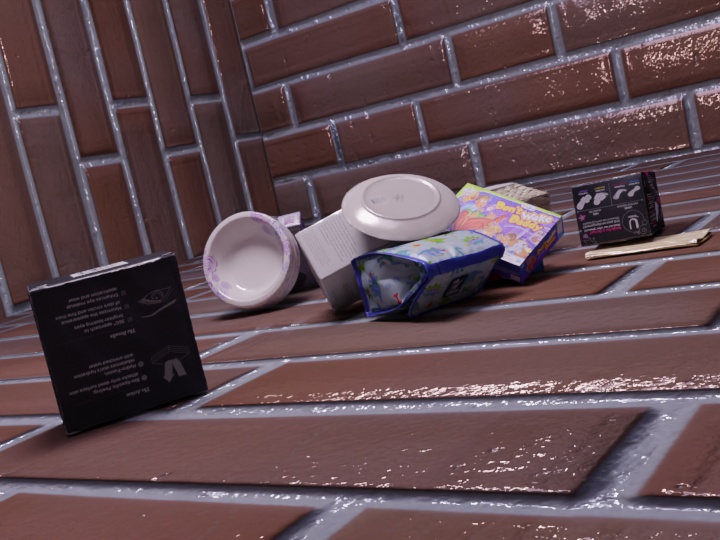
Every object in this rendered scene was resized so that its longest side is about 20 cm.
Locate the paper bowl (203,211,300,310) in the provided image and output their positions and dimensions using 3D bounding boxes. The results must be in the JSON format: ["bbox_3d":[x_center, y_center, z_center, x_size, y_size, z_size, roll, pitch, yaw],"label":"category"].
[{"bbox_3d":[-0.222,-0.016,1.968,0.199,0.202,0.104,-11,-12,14],"label":"paper bowl"}]

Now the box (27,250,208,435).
[{"bbox_3d":[-0.336,0.093,1.287,0.196,0.201,0.117,-15,8,-21],"label":"box"}]

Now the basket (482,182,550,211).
[{"bbox_3d":[0.264,-0.082,1.815,0.199,0.137,0.123,-16,19,-28],"label":"basket"}]

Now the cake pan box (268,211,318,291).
[{"bbox_3d":[-0.195,-0.032,2.098,0.183,0.201,0.052,-15,42,7],"label":"cake pan box"}]

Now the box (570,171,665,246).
[{"bbox_3d":[0.478,-0.114,1.727,0.131,0.116,0.200,-11,1,25],"label":"box"}]

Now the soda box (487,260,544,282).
[{"bbox_3d":[0.221,-0.014,1.666,0.199,0.065,0.068,-13,7,6],"label":"soda box"}]

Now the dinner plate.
[{"bbox_3d":[0.067,-0.115,1.558,0.199,0.024,0.201,-2,37,1],"label":"dinner plate"}]

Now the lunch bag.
[{"bbox_3d":[0.113,0.000,1.511,0.169,0.128,0.200,-18,-1,-35],"label":"lunch bag"}]

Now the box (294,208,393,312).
[{"bbox_3d":[0.005,-0.039,1.667,0.199,0.107,0.152,-29,-26,-5],"label":"box"}]

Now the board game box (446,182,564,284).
[{"bbox_3d":[0.231,-0.068,1.620,0.199,0.045,0.135,24,57,35],"label":"board game box"}]

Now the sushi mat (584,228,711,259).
[{"bbox_3d":[0.497,-0.046,1.616,0.199,0.012,0.095,-9,8,35],"label":"sushi mat"}]
